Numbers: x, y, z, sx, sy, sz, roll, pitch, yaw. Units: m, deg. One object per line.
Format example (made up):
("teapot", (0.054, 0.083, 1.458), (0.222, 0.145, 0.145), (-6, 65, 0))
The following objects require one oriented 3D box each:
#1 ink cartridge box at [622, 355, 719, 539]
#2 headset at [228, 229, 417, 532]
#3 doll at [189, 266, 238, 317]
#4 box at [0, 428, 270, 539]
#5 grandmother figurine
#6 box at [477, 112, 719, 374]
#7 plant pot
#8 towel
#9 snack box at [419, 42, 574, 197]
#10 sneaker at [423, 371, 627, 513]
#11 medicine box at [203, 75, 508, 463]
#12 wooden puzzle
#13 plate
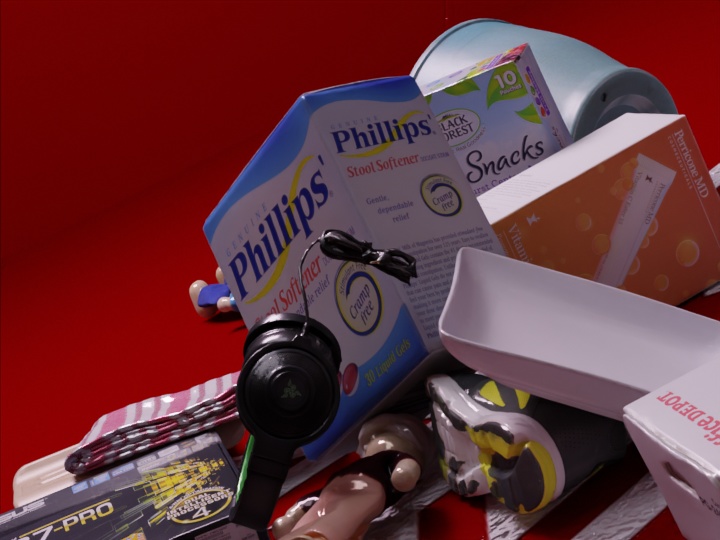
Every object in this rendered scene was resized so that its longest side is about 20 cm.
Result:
("ink cartridge box", (0.249, 0.073, 0.924), (0.199, 0.084, 0.145), (-28, 13, -5))
("headset", (-0.032, 0.072, 1.193), (0.093, 0.202, 0.124), (15, 14, -4))
("doll", (-0.102, 0.011, 1.978), (0.136, 0.049, 0.199), (-34, 14, -29))
("box", (-0.171, 0.190, 1.299), (0.198, 0.050, 0.161), (-21, 17, -9))
("grandmother figurine", (-0.006, 0.150, 1.199), (0.120, 0.061, 0.200), (-14, 14, 31))
("box", (0.161, -0.016, 1.374), (0.199, 0.125, 0.097), (-30, 13, -13))
("plant pot", (0.164, -0.108, 1.598), (0.199, 0.202, 0.187), (-33, 28, -30))
("towel", (-0.129, 0.101, 1.446), (0.198, 0.030, 0.146), (-20, 4, 2))
("snack box", (0.108, -0.060, 1.483), (0.141, 0.201, 0.053), (-19, 16, 26))
("sneaker", (0.102, 0.103, 1.170), (0.084, 0.075, 0.200), (-15, 13, -16))
("medicine box", (0.000, 0.000, 1.305), (0.102, 0.201, 0.182), (-14, -21, -36))
("wooden puzzle", (-0.184, 0.159, 1.485), (0.184, 0.047, 0.200), (-22, 5, -11))
("plate", (0.145, 0.049, 1.138), (0.198, 0.033, 0.200), (17, 17, 2))
